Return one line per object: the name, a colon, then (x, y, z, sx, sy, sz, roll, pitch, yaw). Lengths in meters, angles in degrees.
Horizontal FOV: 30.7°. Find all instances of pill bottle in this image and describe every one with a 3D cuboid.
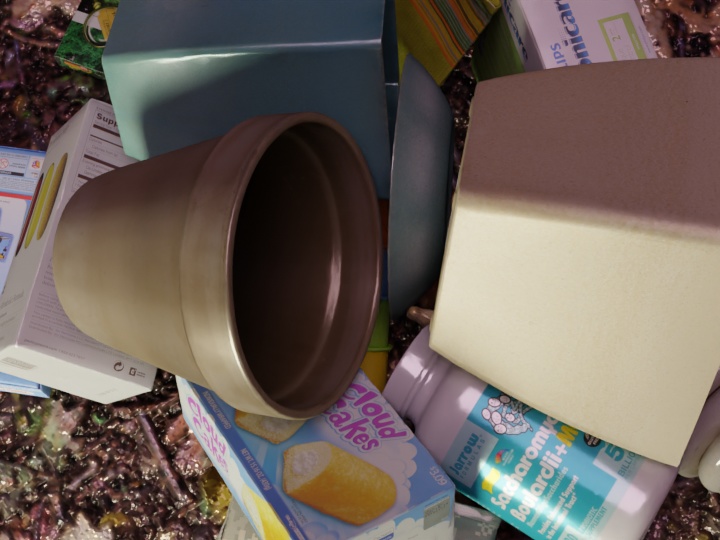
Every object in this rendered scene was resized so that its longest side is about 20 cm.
pill bottle: (0.114, 0.119, 0.920, 0.200, 0.111, 0.111, 31, 77, 11)

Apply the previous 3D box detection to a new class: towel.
towel: (0.039, -0.178, 1.045, 0.018, 0.200, 0.086, -17, 69, -36)

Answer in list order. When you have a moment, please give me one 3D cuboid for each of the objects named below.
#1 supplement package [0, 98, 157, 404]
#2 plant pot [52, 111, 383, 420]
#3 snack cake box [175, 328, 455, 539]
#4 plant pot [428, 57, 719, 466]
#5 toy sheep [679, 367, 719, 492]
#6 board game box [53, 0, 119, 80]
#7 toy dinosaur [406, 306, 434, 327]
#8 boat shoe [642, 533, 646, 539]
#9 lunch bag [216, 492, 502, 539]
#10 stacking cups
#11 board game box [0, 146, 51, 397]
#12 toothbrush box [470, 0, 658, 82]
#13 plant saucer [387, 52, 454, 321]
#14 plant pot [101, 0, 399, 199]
supplement package: (-0.203, -0.011, 1.018, 0.109, 0.114, 0.200, 21, 69, -24)
plant pot: (-0.104, -0.007, 0.887, 0.173, 0.200, 0.200, 4, 72, 29)
snack cake box: (-0.034, 0.125, 0.911, 0.115, 0.067, 0.200, -23, 47, -21)
plant pot: (0.145, -0.021, 0.865, 0.177, 0.200, 0.200, 10, 42, 3)
toy sheep: (0.270, 0.097, 0.979, 0.138, 0.138, 0.200, -38, 57, -9)
board game box: (-0.154, -0.195, 1.141, 0.200, 0.023, 0.105, 19, 77, 8)
toy dinosaur: (0.119, 0.033, 1.017, 0.200, 0.101, 0.058, -17, 82, -27)
boat shoe: (0.160, 0.222, 0.975, 0.199, 0.068, 0.074, -44, 76, -10)
lunch bag: (-0.017, 0.235, 0.954, 0.200, 0.118, 0.164, 16, 72, 3)
stacking cups: (0.000, 0.000, 1.025, 0.060, 0.061, 0.201, 3, 90, 4)
board game box: (-0.311, -0.005, 1.081, 0.151, 0.037, 0.200, 8, 73, 4)
toothbrush box: (0.154, -0.155, 1.021, 0.086, 0.200, 0.146, -16, 72, -4)
plant saucer: (0.048, -0.061, 0.982, 0.039, 0.201, 0.201, 4, 73, 5)
plant pot: (-0.075, -0.146, 0.954, 0.199, 0.142, 0.141, -1, 45, 6)
